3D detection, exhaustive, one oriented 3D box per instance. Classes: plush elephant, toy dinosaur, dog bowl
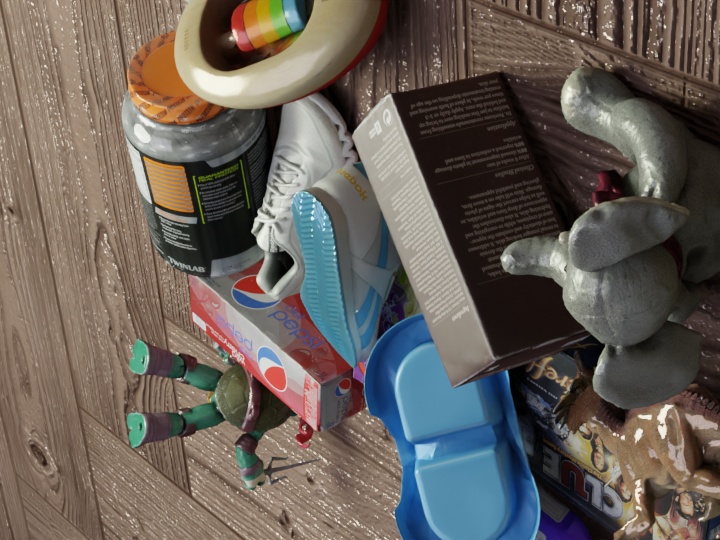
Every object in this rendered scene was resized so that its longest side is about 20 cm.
[{"bbox_3d":[0.166,-0.012,1.002,0.199,0.154,0.166,25,132,46],"label":"plush elephant"},{"bbox_3d":[0.198,0.105,1.048,0.199,0.085,0.137,-26,84,53],"label":"toy dinosaur"},{"bbox_3d":[0.073,0.130,1.218,0.110,0.050,0.202,-15,87,14],"label":"dog bowl"}]

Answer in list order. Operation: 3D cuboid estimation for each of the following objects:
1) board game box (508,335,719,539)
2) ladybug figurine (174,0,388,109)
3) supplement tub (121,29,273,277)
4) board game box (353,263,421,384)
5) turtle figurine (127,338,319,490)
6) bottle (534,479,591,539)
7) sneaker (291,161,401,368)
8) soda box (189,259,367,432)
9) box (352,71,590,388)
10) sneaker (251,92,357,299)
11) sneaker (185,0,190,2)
[{"bbox_3d":[0.188,0.127,1.185,0.199,0.034,0.137,34,138,39],"label":"board game box"},{"bbox_3d":[-0.053,-0.188,1.233,0.199,0.072,0.137,-11,70,35],"label":"ladybug figurine"},{"bbox_3d":[-0.135,-0.100,1.379,0.122,0.122,0.201,41,153,32],"label":"supplement tub"},{"bbox_3d":[0.048,0.020,1.288,0.120,0.032,0.202,33,127,45],"label":"board game box"},{"bbox_3d":[-0.119,0.122,1.532,0.101,0.198,0.151,-42,48,50],"label":"turtle figurine"},{"bbox_3d":[0.136,0.216,1.268,0.199,0.065,0.084,38,128,11],"label":"bottle"},{"bbox_3d":[0.000,0.000,1.263,0.077,0.080,0.201,45,154,31],"label":"sneaker"},{"bbox_3d":[-0.073,0.061,1.483,0.200,0.070,0.064,39,140,35],"label":"soda box"},{"bbox_3d":[0.082,-0.030,1.137,0.075,0.099,0.202,-43,65,57],"label":"box"},{"bbox_3d":[-0.051,-0.060,1.357,0.075,0.081,0.202,35,137,40],"label":"sneaker"},{"bbox_3d":[-0.130,-0.254,1.356,0.200,0.076,0.088,47,170,16],"label":"sneaker"}]
